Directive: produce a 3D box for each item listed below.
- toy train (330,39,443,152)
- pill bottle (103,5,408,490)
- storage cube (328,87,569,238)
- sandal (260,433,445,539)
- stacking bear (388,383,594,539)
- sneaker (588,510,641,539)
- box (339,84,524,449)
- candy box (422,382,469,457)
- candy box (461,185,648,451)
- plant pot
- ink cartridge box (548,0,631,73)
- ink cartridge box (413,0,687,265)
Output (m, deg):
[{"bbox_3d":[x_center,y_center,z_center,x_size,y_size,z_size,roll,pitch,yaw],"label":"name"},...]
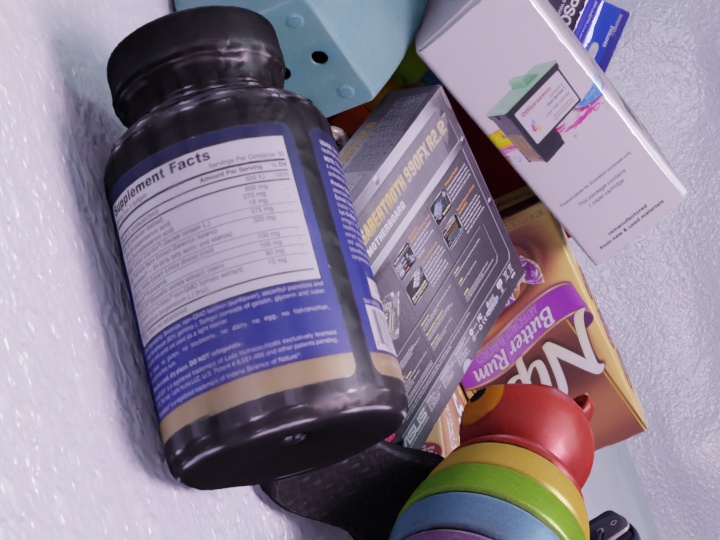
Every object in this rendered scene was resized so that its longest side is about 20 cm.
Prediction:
[{"bbox_3d":[0.012,-0.115,0.910,0.084,0.117,0.200,29,-4,8],"label":"toy train"},{"bbox_3d":[-0.055,-0.012,0.596,0.112,0.111,0.202,35,37,-67],"label":"pill bottle"},{"bbox_3d":[0.083,-0.095,1.127,0.171,0.178,0.202,19,53,-73],"label":"storage cube"},{"bbox_3d":[0.002,0.119,0.739,0.045,0.075,0.200,35,-4,39],"label":"sandal"},{"bbox_3d":[0.072,0.136,0.694,0.114,0.121,0.200,43,40,-8],"label":"stacking bear"},{"bbox_3d":[0.144,0.242,0.959,0.202,0.145,0.078,-37,107,-75],"label":"sneaker"},{"bbox_3d":[0.022,0.005,0.827,0.201,0.048,0.159,-55,129,-38],"label":"box"},{"bbox_3d":[0.053,0.120,0.958,0.201,0.055,0.116,-92,157,-52],"label":"candy box"},{"bbox_3d":[0.125,0.049,0.981,0.202,0.116,0.057,62,14,-18],"label":"candy box"},{"bbox_3d":[-0.038,-0.196,0.857,0.142,0.140,0.202,50,33,-40],"label":"plant pot"},{"bbox_3d":[0.104,-0.192,0.995,0.039,0.198,0.101,-104,-144,-80],"label":"ink cartridge box"},{"bbox_3d":[0.125,-0.124,0.909,0.200,0.084,0.145,47,16,-19],"label":"ink cartridge box"}]
